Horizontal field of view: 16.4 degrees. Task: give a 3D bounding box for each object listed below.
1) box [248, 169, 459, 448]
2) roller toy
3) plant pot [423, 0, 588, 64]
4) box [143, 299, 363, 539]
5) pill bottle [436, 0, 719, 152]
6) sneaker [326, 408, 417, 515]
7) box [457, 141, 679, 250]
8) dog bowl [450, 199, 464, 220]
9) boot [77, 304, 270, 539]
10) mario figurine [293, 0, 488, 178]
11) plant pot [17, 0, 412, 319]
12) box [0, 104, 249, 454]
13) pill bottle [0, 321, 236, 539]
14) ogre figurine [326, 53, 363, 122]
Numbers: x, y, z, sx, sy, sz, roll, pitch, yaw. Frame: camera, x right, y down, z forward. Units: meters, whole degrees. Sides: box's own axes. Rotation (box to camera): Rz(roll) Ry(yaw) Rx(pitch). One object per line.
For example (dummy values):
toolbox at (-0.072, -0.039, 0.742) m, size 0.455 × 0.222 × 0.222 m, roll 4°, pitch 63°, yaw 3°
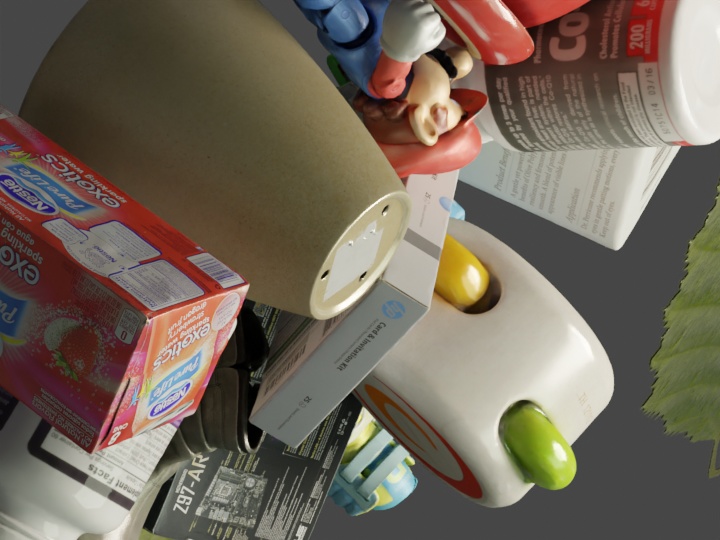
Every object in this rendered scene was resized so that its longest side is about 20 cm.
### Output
box at (0.000, 0.000, 1.636) m, size 0.156 × 0.041 × 0.200 m, roll -47°, pitch -161°, yaw 35°
roller toy at (0.077, 0.058, 1.739) m, size 0.140 × 0.200 × 0.182 m, roll -46°, pitch -174°, yaw -12°
plant pot at (0.088, -0.241, 1.576) m, size 0.183 × 0.200 × 0.200 m, roll -50°, pitch 160°, yaw 0°
box at (-0.071, 0.102, 1.779) m, size 0.160 × 0.044 × 0.200 m, roll 20°, pitch 92°, yaw -48°
pill bottle at (0.143, -0.137, 1.672) m, size 0.114 × 0.200 × 0.114 m, roll 3°, pitch 87°, yaw -59°
sneaker at (-0.008, 0.111, 1.911) m, size 0.080 × 0.131 × 0.200 m, roll -44°, pitch 158°, yaw -27°
box at (0.172, -0.169, 1.864) m, size 0.200 × 0.171 × 0.199 m, roll -57°, pitch 166°, yaw -36°
dog bowl at (0.034, -0.011, 1.894) m, size 0.112 × 0.050 × 0.200 m, roll -55°, pitch 173°, yaw -7°
boot at (-0.126, 0.118, 1.637) m, size 0.068 × 0.131 × 0.200 m, roll 42°, pitch 46°, yaw -55°
mario figurine at (0.021, -0.146, 1.554) m, size 0.200 × 0.106 × 0.124 m, roll 52°, pitch 29°, yaw -33°
plant pot at (-0.074, -0.063, 1.506) m, size 0.187 × 0.200 × 0.187 m, roll -44°, pitch 159°, yaw -22°
box at (-0.176, 0.001, 1.385) m, size 0.100 × 0.200 × 0.096 m, roll -20°, pitch 139°, yaw -57°
pill bottle at (-0.168, 0.087, 1.487) m, size 0.200 × 0.111 × 0.111 m, roll -60°, pitch 161°, yaw -7°
ogre figurine at (-0.002, -0.103, 1.765) m, size 0.200 × 0.098 × 0.120 m, roll -4°, pitch 148°, yaw -45°
